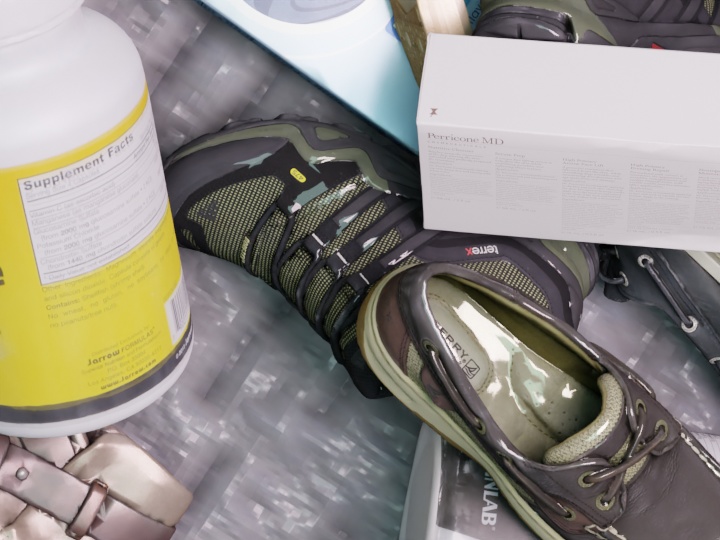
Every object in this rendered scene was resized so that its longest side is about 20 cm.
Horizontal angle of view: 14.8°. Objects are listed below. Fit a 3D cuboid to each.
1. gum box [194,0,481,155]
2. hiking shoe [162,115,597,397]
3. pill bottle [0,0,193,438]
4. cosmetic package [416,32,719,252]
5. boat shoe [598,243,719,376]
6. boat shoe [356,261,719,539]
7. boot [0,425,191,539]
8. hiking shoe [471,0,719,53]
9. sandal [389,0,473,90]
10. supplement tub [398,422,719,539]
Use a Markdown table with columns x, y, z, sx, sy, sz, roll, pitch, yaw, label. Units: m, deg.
| x | y | z | sx | sy | sz | roll | pitch | yaw | label |
| --- | --- | --- | --- | --- | --- | --- | --- | --- | --- |
| -0.008 | -0.177 | 1.230 | 0.200 | 0.045 | 0.170 | 34 | 89 | -6 | gum box |
| 0.000 | 0.000 | 1.194 | 0.199 | 0.076 | 0.101 | 13 | 48 | 4 | hiking shoe |
| -0.137 | -0.040 | 1.140 | 0.112 | 0.112 | 0.201 | -11 | 121 | -4 | pill bottle |
| 0.125 | -0.050 | 1.134 | 0.199 | 0.083 | 0.051 | 5 | 61 | 6 | cosmetic package |
| 0.140 | -0.003 | 1.242 | 0.199 | 0.075 | 0.066 | 43 | 119 | -9 | boat shoe |
| 0.087 | 0.067 | 1.126 | 0.201 | 0.066 | 0.072 | 39 | 75 | -4 | boat shoe |
| -0.133 | 0.144 | 1.225 | 0.146 | 0.070 | 0.200 | -41 | 99 | -7 | boot |
| 0.132 | -0.120 | 1.201 | 0.200 | 0.076 | 0.101 | 12 | 74 | -42 | hiking shoe |
| -0.012 | -0.155 | 1.170 | 0.069 | 0.078 | 0.212 | -21 | 100 | -10 | sandal |
| 0.120 | 0.129 | 1.220 | 0.199 | 0.123 | 0.123 | 8 | 93 | -5 | supplement tub |
